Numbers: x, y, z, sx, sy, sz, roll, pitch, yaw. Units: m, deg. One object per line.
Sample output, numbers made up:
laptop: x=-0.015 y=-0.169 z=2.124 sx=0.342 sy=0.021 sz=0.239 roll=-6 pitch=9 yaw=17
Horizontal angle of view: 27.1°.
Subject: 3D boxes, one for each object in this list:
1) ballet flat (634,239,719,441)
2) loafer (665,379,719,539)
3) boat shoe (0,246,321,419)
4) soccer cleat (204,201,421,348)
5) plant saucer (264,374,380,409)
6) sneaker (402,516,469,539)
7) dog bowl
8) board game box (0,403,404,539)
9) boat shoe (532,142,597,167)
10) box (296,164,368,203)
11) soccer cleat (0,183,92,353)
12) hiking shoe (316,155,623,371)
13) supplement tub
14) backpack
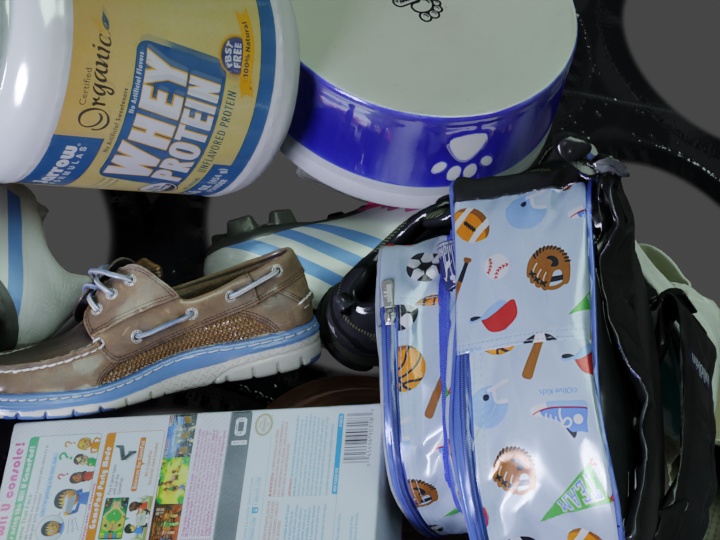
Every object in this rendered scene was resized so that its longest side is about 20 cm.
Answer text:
ballet flat: x=0.174 y=0.023 z=0.877 sx=0.069 sy=0.070 sz=0.201 roll=5 pitch=31 yaw=-23
loafer: x=0.203 y=0.109 z=0.860 sx=0.075 sy=0.068 sz=0.201 roll=24 pitch=52 yaw=-9
boat shoe: x=-0.121 y=0.030 z=0.808 sx=0.198 sy=0.072 sz=0.073 roll=-11 pitch=100 yaw=-23
soccer cleat: x=0.000 y=0.000 z=0.920 sx=0.198 sy=0.070 sz=0.087 roll=-14 pitch=83 yaw=-22
plant saucer: x=0.015 y=0.149 z=0.856 sx=0.198 sy=0.032 sz=0.202 roll=13 pitch=54 yaw=-18
sneaker: x=0.055 y=0.175 z=0.799 sx=0.198 sy=0.076 sz=0.117 roll=-7 pitch=66 yaw=-18
dog bowl: x=0.030 y=-0.139 z=0.917 sx=0.198 sy=0.079 sz=0.202 roll=5 pitch=52 yaw=-7
board game box: x=-0.083 y=0.148 z=0.722 sx=0.198 sy=0.065 sz=0.149 roll=-3 pitch=53 yaw=12
boat shoe: x=0.106 y=-0.024 z=0.991 sx=0.060 sy=0.076 sz=0.201 roll=32 pitch=49 yaw=-10
box: x=0.025 y=-0.144 z=1.031 sx=0.094 sy=0.078 sz=0.202 roll=19 pitch=51 yaw=-13
soccer cleat: x=-0.231 y=-0.040 z=0.847 sx=0.201 sy=0.070 sz=0.086 roll=53 pitch=41 yaw=8
hiking shoe: x=0.071 y=-0.009 z=0.833 sx=0.199 sy=0.101 sz=0.076 roll=-31 pitch=82 yaw=-12
supplement tub: x=-0.148 y=-0.117 z=0.817 sx=0.198 sy=0.145 sz=0.146 roll=1 pitch=57 yaw=-36
backpack: x=0.088 y=0.065 z=0.715 sx=0.200 sy=0.153 sz=0.192 roll=47 pitch=32 yaw=-54
